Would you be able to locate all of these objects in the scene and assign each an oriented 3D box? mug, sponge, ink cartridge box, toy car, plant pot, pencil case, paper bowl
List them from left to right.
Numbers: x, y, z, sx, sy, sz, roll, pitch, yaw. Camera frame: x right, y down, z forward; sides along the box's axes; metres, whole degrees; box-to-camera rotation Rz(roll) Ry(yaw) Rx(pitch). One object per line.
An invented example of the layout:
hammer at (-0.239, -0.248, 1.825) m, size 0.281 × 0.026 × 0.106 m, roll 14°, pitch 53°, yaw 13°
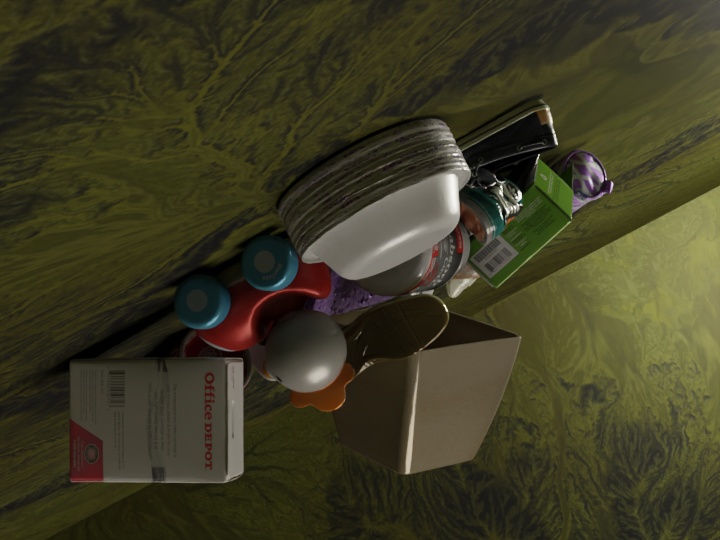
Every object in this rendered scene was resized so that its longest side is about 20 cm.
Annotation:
ink cartridge box at (-0.242, 0.178, 1.498) m, size 0.198 × 0.148 × 0.083 m, roll -1°, pitch 177°, yaw 10°
mug at (-0.236, 0.146, 1.756) m, size 0.132 × 0.179 × 0.200 m, roll 20°, pitch 145°, yaw -19°
toy car at (-0.091, 0.079, 1.443) m, size 0.176 × 0.201 × 0.184 m, roll -28°, pitch 171°, yaw 9°
sponge at (0.000, 0.000, 1.653) m, size 0.199 × 0.030 × 0.112 m, roll -14°, pitch 132°, yaw -52°
paper bowl at (0.022, -0.063, 1.293) m, size 0.199 × 0.105 × 0.201 m, roll -26°, pitch 172°, yaw -4°
plant pot at (0.069, 0.158, 1.653) m, size 0.199 × 0.179 × 0.199 m, roll -4°, pitch -166°, yaw -40°
ink cartridge box at (0.218, -0.086, 1.726) m, size 0.148 × 0.076 × 0.200 m, roll -43°, pitch -167°, yaw 26°
pencil case at (0.299, -0.111, 1.892) m, size 0.085 × 0.085 × 0.200 m, roll 23°, pitch 156°, yaw -14°

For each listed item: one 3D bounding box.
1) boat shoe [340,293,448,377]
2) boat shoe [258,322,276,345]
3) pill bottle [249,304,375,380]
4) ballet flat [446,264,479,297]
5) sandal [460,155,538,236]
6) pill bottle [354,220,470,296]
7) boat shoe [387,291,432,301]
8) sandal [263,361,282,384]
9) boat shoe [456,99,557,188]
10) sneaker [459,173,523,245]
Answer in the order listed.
boat shoe at (0.021, 0.077, 1.507) m, size 0.200 × 0.073 × 0.063 m, roll -33°, pitch -166°, yaw 26°
boat shoe at (-0.084, 0.041, 1.673) m, size 0.200 × 0.066 × 0.072 m, roll -24°, pitch 142°, yaw -41°
pill bottle at (-0.064, 0.071, 1.772) m, size 0.199 × 0.110 × 0.109 m, roll -24°, pitch 170°, yaw -24°
ballet flat at (0.117, 0.008, 1.893) m, size 0.198 × 0.068 × 0.068 m, roll -5°, pitch -171°, yaw 0°
sandal at (0.159, -0.094, 1.657) m, size 0.200 × 0.045 × 0.075 m, roll -45°, pitch -172°, yaw 14°
pill bottle at (0.064, -0.030, 1.561) m, size 0.115 × 0.117 × 0.200 m, roll -30°, pitch 171°, yaw 20°
boat shoe at (0.063, 0.044, 1.808) m, size 0.071 × 0.069 × 0.200 m, roll 17°, pitch 151°, yaw -1°
sandal at (-0.079, 0.117, 1.603) m, size 0.081 × 0.055 × 0.200 m, roll -37°, pitch -178°, yaw -3°
boat shoe at (0.137, -0.122, 1.434) m, size 0.199 × 0.063 × 0.075 m, roll -29°, pitch 173°, yaw 18°
sneaker at (0.159, -0.084, 1.522) m, size 0.080 × 0.072 × 0.200 m, roll -31°, pitch -173°, yaw 3°
